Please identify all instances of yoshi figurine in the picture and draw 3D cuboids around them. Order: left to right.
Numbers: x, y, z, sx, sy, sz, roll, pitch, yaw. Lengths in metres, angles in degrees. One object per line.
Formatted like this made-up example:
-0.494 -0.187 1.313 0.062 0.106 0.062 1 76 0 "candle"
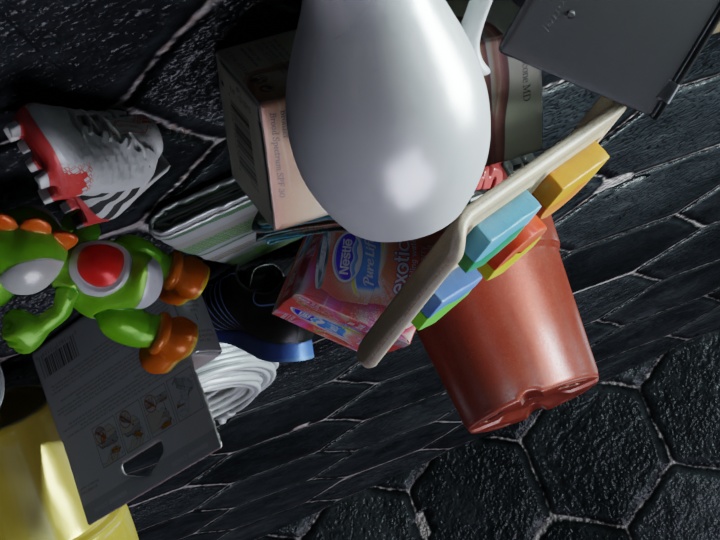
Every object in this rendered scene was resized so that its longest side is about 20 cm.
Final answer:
-0.218 0.006 1.288 0.200 0.112 0.112 23 107 -30 "yoshi figurine"

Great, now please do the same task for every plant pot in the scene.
-0.330 0.221 1.696 0.200 0.189 0.201 -14 -164 4 "plant pot"
0.143 0.052 1.834 0.200 0.196 0.201 -21 166 -6 "plant pot"

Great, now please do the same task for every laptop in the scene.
0.192 -0.208 1.139 0.188 0.116 0.200 -60 180 19 "laptop"

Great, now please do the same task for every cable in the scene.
-0.182 0.115 1.850 0.200 0.069 0.200 -33 161 36 "cable"

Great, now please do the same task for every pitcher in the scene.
0.032 -0.131 1.047 0.171 0.121 0.200 -25 127 -21 "pitcher"

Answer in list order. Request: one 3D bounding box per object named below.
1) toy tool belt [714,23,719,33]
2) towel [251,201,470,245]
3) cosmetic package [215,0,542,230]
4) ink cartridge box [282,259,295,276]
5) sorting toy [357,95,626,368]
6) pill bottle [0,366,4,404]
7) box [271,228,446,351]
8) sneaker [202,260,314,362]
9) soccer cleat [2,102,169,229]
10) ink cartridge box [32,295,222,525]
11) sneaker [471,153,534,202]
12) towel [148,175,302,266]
0.328 -0.218 1.261 0.200 0.125 0.123 -30 155 33 "toy tool belt"
0.011 -0.070 1.255 0.146 0.022 0.200 -6 -157 10 "towel"
0.015 -0.112 1.177 0.199 0.087 0.104 -19 126 -16 "cosmetic package"
0.018 -0.024 1.630 0.199 0.041 0.200 -21 170 -43 "ink cartridge box"
0.094 -0.024 1.212 0.200 0.036 0.185 -40 171 -35 "sorting toy"
-0.374 0.127 1.507 0.114 0.114 0.200 -13 163 -32 "pill bottle"
0.000 0.000 1.381 0.094 0.103 0.200 24 172 -5 "box"
-0.107 0.027 1.580 0.070 0.078 0.200 -6 -167 -41 "sneaker"
-0.173 -0.078 1.157 0.085 0.069 0.200 -30 170 -3 "soccer cleat"
-0.198 0.110 1.583 0.200 0.174 0.043 -32 163 37 "ink cartridge box"
0.063 -0.081 1.471 0.098 0.071 0.200 -33 164 31 "sneaker"
-0.080 -0.052 1.476 0.149 0.031 0.200 -23 169 11 "towel"
